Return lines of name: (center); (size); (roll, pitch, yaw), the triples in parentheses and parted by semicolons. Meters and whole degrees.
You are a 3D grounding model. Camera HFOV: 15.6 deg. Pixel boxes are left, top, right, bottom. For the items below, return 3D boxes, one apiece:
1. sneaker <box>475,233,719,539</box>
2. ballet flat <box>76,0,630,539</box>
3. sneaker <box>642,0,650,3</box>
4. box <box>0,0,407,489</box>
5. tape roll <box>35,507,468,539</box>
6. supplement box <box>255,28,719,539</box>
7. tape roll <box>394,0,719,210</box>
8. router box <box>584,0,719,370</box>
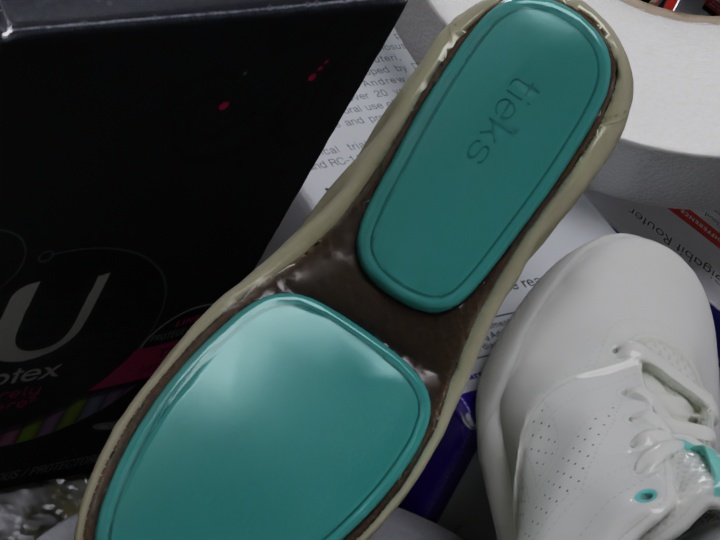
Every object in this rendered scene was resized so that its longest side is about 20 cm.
sneaker: (0.071, 0.060, 0.659); (0.075, 0.088, 0.201); (32, 48, -15)
ballet flat: (0.000, 0.015, 0.680); (0.069, 0.070, 0.200); (37, 77, 15)
sneaker: (0.071, -0.096, 0.915); (0.066, 0.199, 0.091); (20, 55, -58)
box: (-0.094, -0.036, 0.713); (0.122, 0.200, 0.106); (-10, 56, -35)
tape roll: (-0.015, 0.147, 0.662); (0.199, 0.066, 0.201); (16, 40, -14)
supplement box: (0.000, 0.000, 0.810); (0.103, 0.101, 0.200); (-12, 52, -37)
tape roll: (0.100, -0.115, 0.821); (0.201, 0.037, 0.204); (3, 64, -5)
router box: (0.160, 0.004, 0.903); (0.200, 0.049, 0.180); (38, 38, -3)
